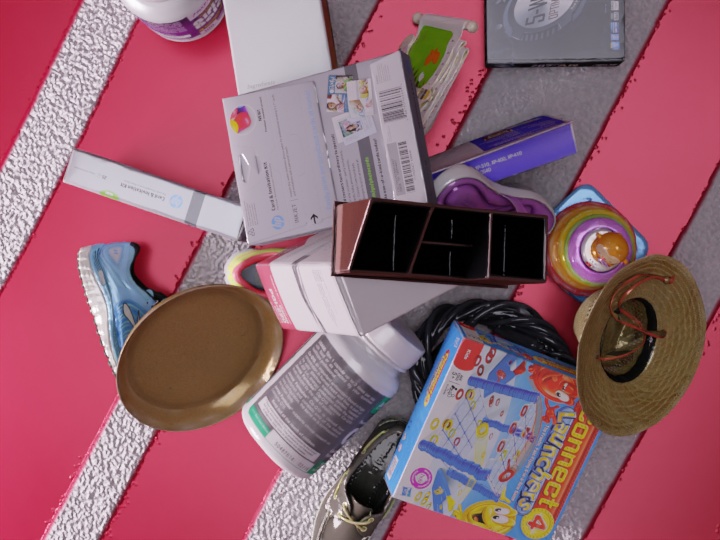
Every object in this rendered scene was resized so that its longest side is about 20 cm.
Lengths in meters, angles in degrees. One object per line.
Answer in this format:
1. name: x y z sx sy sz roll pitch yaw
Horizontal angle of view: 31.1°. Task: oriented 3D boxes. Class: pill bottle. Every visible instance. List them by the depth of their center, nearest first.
1. pill bottle: -0.209 -0.320 1.419 0.111 0.200 0.114 0 91 2
2. pill bottle: -0.029 0.127 1.458 0.113 0.113 0.200 45 98 1

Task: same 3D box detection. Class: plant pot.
1. plant pot: -0.183 0.094 1.460 0.198 0.028 0.202 -16 129 -20

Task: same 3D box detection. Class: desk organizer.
1. desk organizer: 0.077 -0.025 1.235 0.198 0.077 0.073 4 86 -26

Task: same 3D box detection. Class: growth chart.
1. growth chart: 0.058 -0.201 1.440 0.018 0.144 0.201 31 79 -33

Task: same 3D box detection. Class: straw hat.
1. straw hat: 0.275 0.068 1.391 0.199 0.085 0.203 -12 113 -31

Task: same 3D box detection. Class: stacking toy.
1. stacking toy: 0.259 -0.023 1.406 0.116 0.200 0.110 44 92 -1

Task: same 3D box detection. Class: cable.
1. cable: 0.155 0.113 1.495 0.198 0.051 0.165 -6 85 3

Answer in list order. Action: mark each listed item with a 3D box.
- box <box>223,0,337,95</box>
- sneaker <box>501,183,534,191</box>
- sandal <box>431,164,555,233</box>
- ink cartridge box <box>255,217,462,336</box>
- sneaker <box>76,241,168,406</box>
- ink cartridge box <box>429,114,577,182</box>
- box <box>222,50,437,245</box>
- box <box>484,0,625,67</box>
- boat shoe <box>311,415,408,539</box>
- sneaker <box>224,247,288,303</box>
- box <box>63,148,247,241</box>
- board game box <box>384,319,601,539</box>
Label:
1. box: -0.077 -0.208 1.440 0.105 0.152 0.202 -9 91 3
2. sneaker: 0.109 -0.059 1.461 0.198 0.099 0.079 -18 86 1
3. sandal: 0.141 -0.051 1.366 0.082 0.202 0.050 -45 51 24
4. ink cartridge box: 0.000 0.000 1.351 0.145 0.200 0.085 -27 100 -24
5. sneaker: -0.258 0.060 1.492 0.089 0.078 0.202 -18 96 -9
6. ink cartridge box: 0.132 -0.117 1.408 0.196 0.200 0.044 -20 97 2
7. box: -0.033 -0.121 1.314 0.198 0.041 0.158 -13 85 18
8. box: 0.220 -0.335 1.480 0.158 0.044 0.202 0 91 2
9. boat shoe: 0.001 0.261 1.492 0.072 0.060 0.203 30 92 1
10. sneaker: -0.059 0.011 1.474 0.198 0.090 0.079 -1 89 -1
11. box: -0.213 -0.080 1.439 0.198 0.156 0.042 20 91 1
12. board game box: 0.155 0.184 1.438 0.194 0.056 0.202 20 102 -14
